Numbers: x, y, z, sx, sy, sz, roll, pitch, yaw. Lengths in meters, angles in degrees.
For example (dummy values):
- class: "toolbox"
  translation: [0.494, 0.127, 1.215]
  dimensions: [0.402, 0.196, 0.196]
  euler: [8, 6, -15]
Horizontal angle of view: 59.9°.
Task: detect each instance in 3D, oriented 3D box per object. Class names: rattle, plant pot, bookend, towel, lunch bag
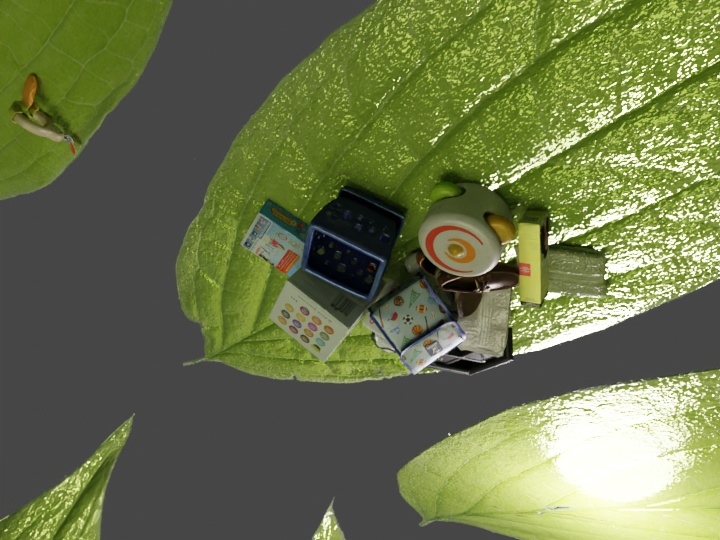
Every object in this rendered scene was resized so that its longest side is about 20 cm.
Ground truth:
- class: "rattle"
  translation: [-0.868, -0.438, 1.767]
  dimensions: [0.200, 0.143, 0.130]
  euler: [30, -178, -31]
- class: "plant pot"
  translation: [-0.011, -0.075, 1.507]
  dimensions: [0.200, 0.180, 0.200]
  euler: [26, 146, 4]
- class: "bookend"
  translation: [0.272, 0.206, 1.692]
  dimensions: [0.199, 0.092, 0.200]
  euler: [14, 154, -23]
- class: "towel"
  translation: [0.308, 0.115, 1.575]
  dimensions: [0.132, 0.034, 0.200]
  euler: [9, 106, 25]
- class: "towel"
  translation: [0.450, -0.003, 1.407]
  dimensions: [0.200, 0.037, 0.148]
  euler: [7, 140, 30]
- class: "lunch bag"
  translation: [0.141, 0.133, 1.524]
  dimensions: [0.200, 0.170, 0.124]
  euler: [55, -176, -8]

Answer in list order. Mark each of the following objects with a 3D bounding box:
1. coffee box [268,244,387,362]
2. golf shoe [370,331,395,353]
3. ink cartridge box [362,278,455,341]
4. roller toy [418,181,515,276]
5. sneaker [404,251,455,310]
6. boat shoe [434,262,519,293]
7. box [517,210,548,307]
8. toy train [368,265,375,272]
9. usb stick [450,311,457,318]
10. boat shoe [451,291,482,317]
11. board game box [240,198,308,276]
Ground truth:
- class: "coffee box"
  translation: [-0.089, 0.081, 1.663]
  dimensions: [0.200, 0.200, 0.198]
  euler: [39, 140, 4]
- class: "golf shoe"
  translation: [0.124, 0.209, 1.804]
  dimensions: [0.200, 0.078, 0.094]
  euler: [28, 156, -25]
- class: "ink cartridge box"
  translation: [0.128, 0.133, 1.628]
  dimensions: [0.200, 0.146, 0.084]
  euler: [33, -178, 12]
- class: "roller toy"
  translation: [0.227, -0.082, 1.356]
  dimensions: [0.200, 0.140, 0.183]
  euler: [22, 142, 10]
- class: "sneaker"
  translation: [0.203, 0.029, 1.588]
  dimensions: [0.200, 0.073, 0.085]
  euler: [42, 146, -18]
- class: "boat shoe"
  translation: [0.273, 0.025, 1.437]
  dimensions: [0.200, 0.068, 0.072]
  euler: [0, 120, 2]
- class: "box"
  translation: [0.373, -0.024, 1.344]
  dimensions: [0.050, 0.075, 0.200]
  euler: [8, 123, 29]
- class: "toy train"
  translation: [0.000, 0.000, 1.720]
  dimensions: [0.200, 0.056, 0.150]
  euler: [8, 129, 33]
- class: "usb stick"
  translation: [0.230, 0.099, 1.685]
  dimensions: [0.200, 0.033, 0.055]
  euler: [39, 156, -25]
- class: "boat shoe"
  translation: [0.249, 0.020, 1.525]
  dimensions: [0.072, 0.072, 0.200]
  euler: [-17, 123, -11]
- class: "board game box"
  translation: [-0.219, -0.081, 1.758]
  dimensions: [0.196, 0.056, 0.200]
  euler: [34, 146, -9]
